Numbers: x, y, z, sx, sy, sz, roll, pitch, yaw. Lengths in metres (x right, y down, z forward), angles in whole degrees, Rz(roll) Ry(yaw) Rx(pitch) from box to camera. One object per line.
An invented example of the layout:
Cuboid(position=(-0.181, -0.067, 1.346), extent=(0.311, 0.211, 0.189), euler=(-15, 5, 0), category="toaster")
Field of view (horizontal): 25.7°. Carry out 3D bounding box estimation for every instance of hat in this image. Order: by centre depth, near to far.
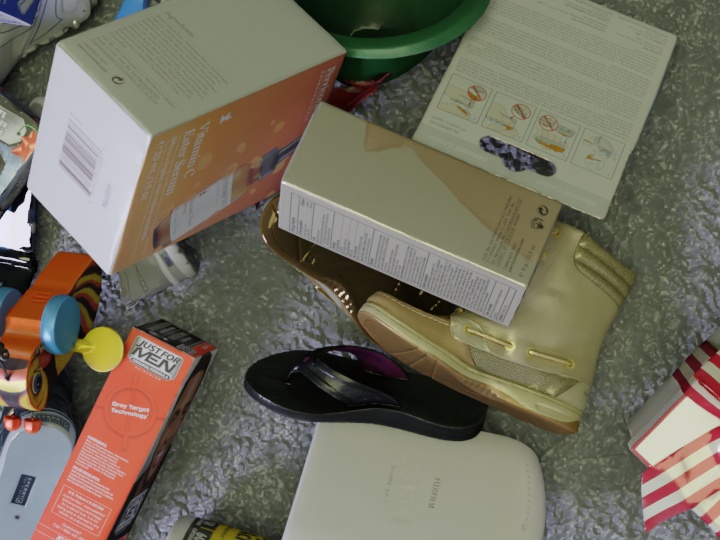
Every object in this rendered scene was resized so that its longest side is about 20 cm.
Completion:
Cuboid(position=(0.014, -0.163, 1.314), extent=(0.199, 0.166, 0.176), euler=(4, 135, 12), category="hat")

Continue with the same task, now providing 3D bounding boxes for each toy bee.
Cuboid(position=(-0.268, 0.067, 1.255), extent=(0.131, 0.200, 0.109), euler=(18, 120, 33), category="toy bee")

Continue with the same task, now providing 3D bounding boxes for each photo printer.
Cuboid(position=(0.047, 0.197, 1.264), extent=(0.199, 0.070, 0.167), euler=(12, 48, 7), category="photo printer")

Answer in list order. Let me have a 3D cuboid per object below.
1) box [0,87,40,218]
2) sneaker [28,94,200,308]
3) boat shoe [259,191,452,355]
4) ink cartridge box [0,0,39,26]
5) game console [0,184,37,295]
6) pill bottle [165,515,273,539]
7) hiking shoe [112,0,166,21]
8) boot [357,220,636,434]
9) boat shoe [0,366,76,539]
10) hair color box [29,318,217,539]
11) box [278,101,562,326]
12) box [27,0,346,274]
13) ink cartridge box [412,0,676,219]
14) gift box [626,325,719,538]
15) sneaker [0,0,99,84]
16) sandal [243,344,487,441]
Cuboid(position=(-0.364, -0.117, 1.292), extent=(0.200, 0.040, 0.137), euler=(38, 94, 7), category="box")
Cuboid(position=(-0.224, -0.058, 1.326), extent=(0.082, 0.075, 0.200), euler=(-37, 87, 6), category="sneaker")
Cuboid(position=(0.000, 0.000, 1.304), extent=(0.200, 0.066, 0.074), euler=(43, 96, -16), category="boat shoe")
Cuboid(position=(-0.324, -0.257, 1.290), extent=(0.200, 0.044, 0.094), euler=(15, 86, 45), category="ink cartridge box")
Cuboid(position=(-0.382, -0.026, 1.320), extent=(0.199, 0.118, 0.171), euler=(10, 58, 7), category="game console")
Cuboid(position=(-0.070, 0.281, 1.298), extent=(0.199, 0.111, 0.112), euler=(16, 93, 6), category="pill bottle")
Cuboid(position=(-0.173, -0.175, 1.328), extent=(0.086, 0.074, 0.201), euler=(11, 88, 23), category="hiking shoe")
Cuboid(position=(0.112, 0.023, 1.267), extent=(0.200, 0.073, 0.156), euler=(26, 78, -4), category="boot")
Cuboid(position=(-0.290, 0.171, 1.348), extent=(0.071, 0.091, 0.200), euler=(21, 122, -20), category="boat shoe")
Cuboid(position=(-0.196, 0.144, 1.315), extent=(0.061, 0.102, 0.200), euler=(26, 95, 5), category="hair color box")
Cuboid(position=(0.042, -0.042, 1.200), extent=(0.199, 0.095, 0.078), euler=(24, 70, 4), category="box")
Cuboid(position=(-0.131, -0.114, 1.187), extent=(0.106, 0.200, 0.152), euler=(44, 139, 19), category="box")
Cuboid(position=(0.146, -0.134, 1.243), extent=(0.162, 0.050, 0.200), euler=(23, 61, 6), category="ink cartridge box")
Cuboid(position=(0.312, 0.142, 1.210), extent=(0.184, 0.187, 0.200), euler=(39, 95, 5), category="gift box")
Cuboid(position=(-0.272, -0.222, 1.330), extent=(0.087, 0.075, 0.200), euler=(27, 109, -22), category="sneaker")
Cuboid(position=(0.006, 0.089, 1.286), extent=(0.200, 0.075, 0.048), euler=(8, 127, 1), category="sandal")
